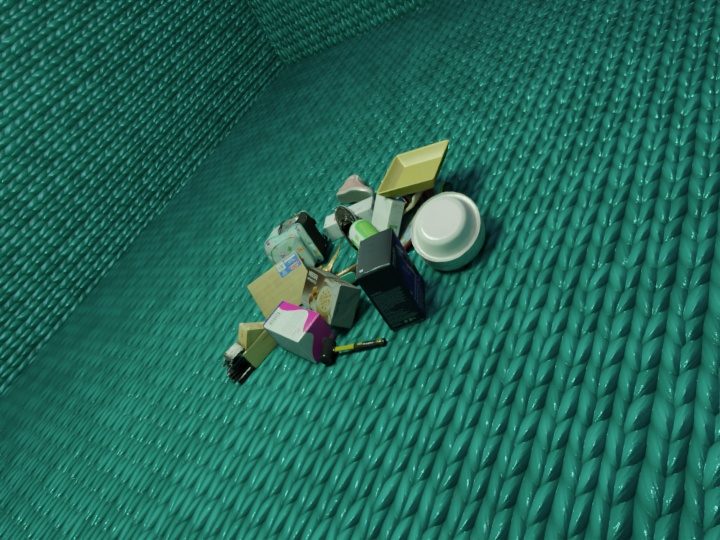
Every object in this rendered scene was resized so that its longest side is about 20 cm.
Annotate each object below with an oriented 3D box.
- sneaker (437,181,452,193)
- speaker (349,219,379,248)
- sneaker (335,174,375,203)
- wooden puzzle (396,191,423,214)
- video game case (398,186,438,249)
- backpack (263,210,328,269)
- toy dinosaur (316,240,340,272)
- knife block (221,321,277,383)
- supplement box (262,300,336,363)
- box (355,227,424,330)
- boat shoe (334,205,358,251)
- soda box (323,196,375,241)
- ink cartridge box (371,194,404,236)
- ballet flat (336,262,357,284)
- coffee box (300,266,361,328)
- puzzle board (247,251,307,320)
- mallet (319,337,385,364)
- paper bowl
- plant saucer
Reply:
[{"bbox_3d":[0.272,-0.189,1.592,0.078,0.075,0.204,-11,46,19],"label":"sneaker"},{"bbox_3d":[0.030,-0.082,1.570,0.088,0.089,0.200,-37,30,-1],"label":"speaker"},{"bbox_3d":[-0.004,-0.306,1.980,0.197,0.075,0.106,4,56,52],"label":"sneaker"},{"bbox_3d":[0.154,-0.239,1.684,0.187,0.046,0.200,-56,7,-29],"label":"wooden puzzle"},{"bbox_3d":[0.167,-0.157,1.622,0.201,0.017,0.145,-50,25,24],"label":"video game case"},{"bbox_3d":[-0.228,-0.075,1.831,0.196,0.177,0.156,-18,33,34],"label":"backpack"},{"bbox_3d":[-0.103,0.001,1.691,0.204,0.059,0.106,-61,17,1],"label":"toy dinosaur"},{"bbox_3d":[-0.321,0.252,1.646,0.195,0.182,0.063,-2,14,-36],"label":"knife block"},{"bbox_3d":[-0.177,0.173,1.547,0.197,0.104,0.102,12,55,51],"label":"supplement box"},{"bbox_3d":[0.079,0.023,1.387,0.102,0.202,0.150,-21,35,22],"label":"box"},{"bbox_3d":[-0.038,-0.147,1.771,0.068,0.056,0.202,-41,56,14],"label":"boat shoe"},{"bbox_3d":[-0.030,-0.177,1.862,0.195,0.064,0.069,-20,37,25],"label":"soda box"},{"bbox_3d":[0.073,-0.121,1.650,0.109,0.049,0.207,-143,60,-60],"label":"ink cartridge box"},{"bbox_3d":[0.000,0.000,1.629,0.196,0.069,0.073,-27,23,26],"label":"ballet flat"},{"bbox_3d":[-0.089,0.074,1.558,0.198,0.078,0.118,28,103,54],"label":"coffee box"},{"bbox_3d":[-0.249,0.058,1.742,0.197,0.153,0.017,-35,-8,3],"label":"puzzle board"},{"bbox_3d":[-0.025,0.209,1.420,0.195,0.042,0.067,-9,41,32],"label":"mallet"},{"bbox_3d":[0.227,-0.113,1.438,0.195,0.104,0.207,-12,62,22],"label":"paper bowl"},{"bbox_3d":[0.165,-0.291,1.605,0.195,0.049,0.203,-10,40,36],"label":"plant saucer"}]
